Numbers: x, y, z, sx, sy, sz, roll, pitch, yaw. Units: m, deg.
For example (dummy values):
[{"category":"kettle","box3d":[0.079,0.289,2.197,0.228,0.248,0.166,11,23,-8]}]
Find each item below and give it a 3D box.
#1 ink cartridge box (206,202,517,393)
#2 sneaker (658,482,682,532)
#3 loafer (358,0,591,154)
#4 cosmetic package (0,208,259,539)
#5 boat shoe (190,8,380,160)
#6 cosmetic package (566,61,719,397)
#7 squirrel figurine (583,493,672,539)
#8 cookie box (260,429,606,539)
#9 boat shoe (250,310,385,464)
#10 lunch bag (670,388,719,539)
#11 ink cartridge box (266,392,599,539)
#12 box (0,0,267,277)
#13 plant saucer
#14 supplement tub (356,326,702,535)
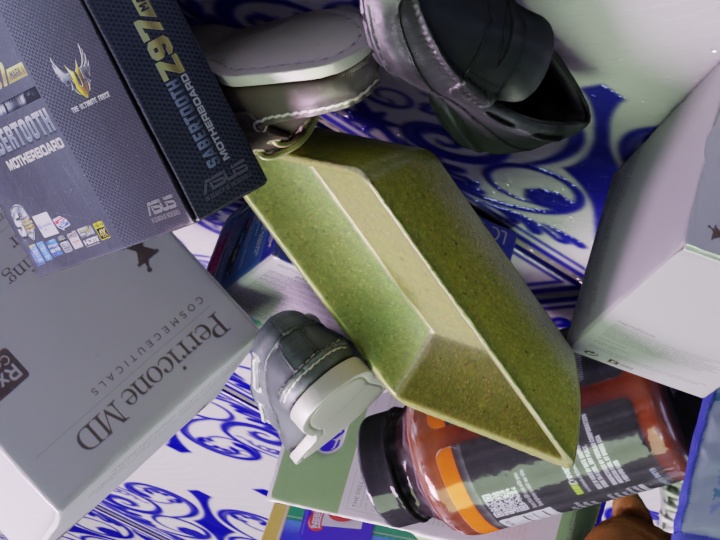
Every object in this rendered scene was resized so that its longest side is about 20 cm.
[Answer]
[{"category":"ink cartridge box","box3d":[0.000,0.000,1.607,0.136,0.077,0.200,22,163,-14]},{"category":"sneaker","box3d":[0.219,0.161,1.809,0.073,0.116,0.200,12,159,23]},{"category":"loafer","box3d":[0.054,-0.108,1.274,0.070,0.068,0.201,1,162,22]},{"category":"cosmetic package","box3d":[-0.192,0.034,1.632,0.200,0.165,0.165,47,161,3]},{"category":"boat shoe","box3d":[-0.054,-0.088,1.386,0.200,0.072,0.060,0,118,50]},{"category":"cosmetic package","box3d":[0.174,-0.019,1.348,0.085,0.108,0.200,20,163,-7]},{"category":"squirrel figurine","box3d":[0.225,0.198,1.650,0.186,0.142,0.200,28,159,-11]},{"category":"cookie box","box3d":[0.055,0.140,1.812,0.199,0.172,0.075,7,156,28]},{"category":"boat shoe","box3d":[-0.030,0.064,1.621,0.062,0.073,0.200,48,174,8]},{"category":"lunch bag","box3d":[0.274,0.109,1.522,0.199,0.171,0.127,22,158,-14]},{"category":"ink cartridge box","box3d":[0.057,0.104,1.742,0.199,0.146,0.048,10,163,22]},{"category":"box","box3d":[-0.144,-0.087,1.402,0.200,0.051,0.158,-15,103,58]},{"category":"plant saucer","box3d":[0.026,-0.001,1.439,0.200,0.048,0.200,54,164,-23]},{"category":"supplement tub","box3d":[0.100,0.094,1.640,0.199,0.107,0.107,-17,148,21]}]
